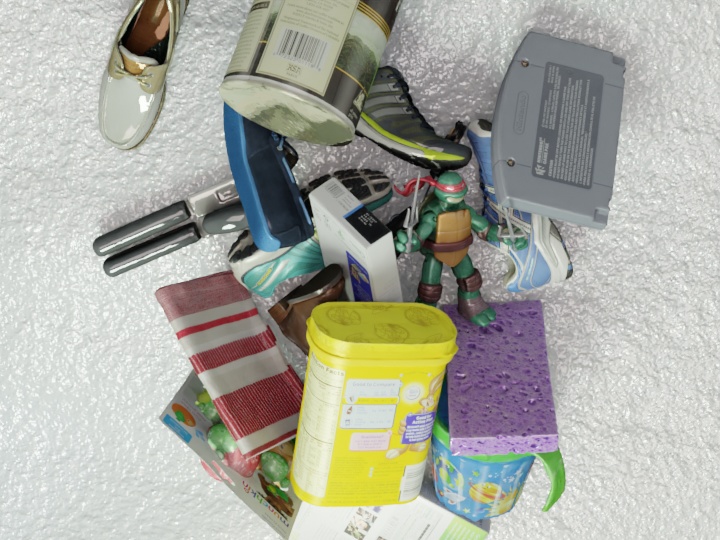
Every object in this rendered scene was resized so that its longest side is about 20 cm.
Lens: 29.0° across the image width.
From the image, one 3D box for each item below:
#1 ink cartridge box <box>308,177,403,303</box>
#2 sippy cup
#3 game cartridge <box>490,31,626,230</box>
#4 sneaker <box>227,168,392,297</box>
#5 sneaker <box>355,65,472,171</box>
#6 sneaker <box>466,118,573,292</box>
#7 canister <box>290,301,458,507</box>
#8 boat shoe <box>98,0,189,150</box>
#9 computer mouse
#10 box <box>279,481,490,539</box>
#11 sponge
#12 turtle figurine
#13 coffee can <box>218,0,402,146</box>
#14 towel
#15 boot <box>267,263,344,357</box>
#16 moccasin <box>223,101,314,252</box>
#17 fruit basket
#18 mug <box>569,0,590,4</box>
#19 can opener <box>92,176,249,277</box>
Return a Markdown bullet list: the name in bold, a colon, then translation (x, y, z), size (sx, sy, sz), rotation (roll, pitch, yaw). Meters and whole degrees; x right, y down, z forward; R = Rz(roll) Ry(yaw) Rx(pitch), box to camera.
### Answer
- **ink cartridge box**: translation (0.000, 0.000, 1.467), size (0.039, 0.200, 0.099), rotation (-35, 58, -18)
- **sippy cup**: translation (0.134, 0.196, 1.518), size (0.139, 0.178, 0.131), rotation (-6, 127, -13)
- **game cartridge**: translation (0.205, -0.148, 1.458), size (0.133, 0.040, 0.201), rotation (15, 68, -11)
- **sneaker**: translation (-0.050, -0.043, 1.526), size (0.200, 0.078, 0.080), rotation (-32, 123, 6)
- **sneaker**: translation (0.034, -0.170, 1.471), size (0.200, 0.074, 0.081), rotation (29, 92, 16)
- **sneaker**: translation (0.158, -0.068, 1.502), size (0.077, 0.076, 0.200), rotation (-26, 97, 1)
- **canister**: translation (0.008, 0.140, 1.425), size (0.148, 0.087, 0.201), rotation (1, 117, -17)
- **boat shoe**: translation (-0.239, -0.225, 1.490), size (0.074, 0.068, 0.201), rotation (16, 100, -1)
- **computer mouse**: translation (0.056, -0.077, 1.515), size (0.034, 0.059, 0.200), rotation (30, 98, 4)
- **box**: translation (0.027, 0.292, 1.575), size (0.200, 0.036, 0.145), rotation (30, 115, -2)
- **sponge**: translation (0.146, 0.111, 1.481), size (0.111, 0.200, 0.030), rotation (-2, 132, 2)
- **turtle figurine**: translation (0.099, -0.029, 1.461), size (0.149, 0.101, 0.201), rotation (-7, 122, -9)
- **coffee can**: translation (-0.043, -0.247, 1.411), size (0.146, 0.146, 0.201), rotation (20, 79, -2)
- **towel**: translation (-0.128, 0.094, 1.485), size (0.023, 0.144, 0.200), rotation (-34, 82, 30)
- **boot**: translation (-0.003, 0.095, 1.493), size (0.064, 0.186, 0.200), rotation (-39, 93, -20)
- **moccasin**: translation (-0.099, -0.111, 1.488), size (0.068, 0.080, 0.201), rotation (-8, 72, -20)
- **fruit basket**: translation (-0.123, 0.183, 1.493), size (0.094, 0.200, 0.185), rotation (-44, 95, 9)
- **mug**: translation (0.288, -0.358, 1.387), size (0.175, 0.200, 0.148), rotation (-15, 104, -3)
- **can opener**: translation (-0.199, -0.049, 1.525), size (0.199, 0.066, 0.053), rotation (-21, 105, 8)
